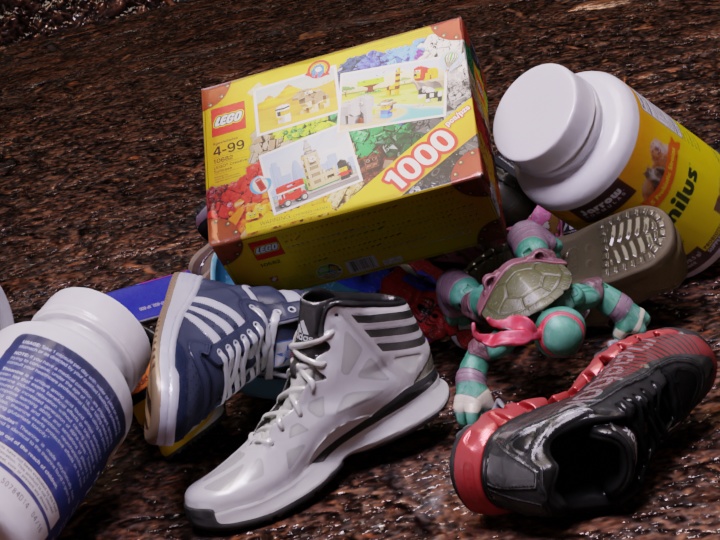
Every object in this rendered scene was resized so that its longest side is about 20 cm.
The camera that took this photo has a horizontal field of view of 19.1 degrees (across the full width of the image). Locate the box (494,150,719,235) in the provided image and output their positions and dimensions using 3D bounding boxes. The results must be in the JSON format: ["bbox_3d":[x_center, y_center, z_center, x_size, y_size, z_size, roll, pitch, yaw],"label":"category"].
[{"bbox_3d":[0.213,-0.077,1.847,0.160,0.049,0.200,-12,16,-8],"label":"box"}]

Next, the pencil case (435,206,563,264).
[{"bbox_3d":[0.080,-0.042,1.774,0.086,0.083,0.199,-23,20,-34],"label":"pencil case"}]

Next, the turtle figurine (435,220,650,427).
[{"bbox_3d":[0.120,0.034,1.438,0.149,0.101,0.200,-17,24,-7],"label":"turtle figurine"}]

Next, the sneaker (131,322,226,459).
[{"bbox_3d":[-0.156,0.064,1.562,0.070,0.090,0.200,-37,21,-4],"label":"sneaker"}]

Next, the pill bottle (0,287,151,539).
[{"bbox_3d":[-0.216,0.104,1.382,0.110,0.111,0.200,-3,37,31],"label":"pill bottle"}]

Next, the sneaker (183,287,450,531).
[{"bbox_3d":[-0.044,0.079,1.391,0.200,0.116,0.076,-30,22,-21],"label":"sneaker"}]

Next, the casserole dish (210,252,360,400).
[{"bbox_3d":[-0.054,0.041,1.583,0.120,0.039,0.200,7,29,-10],"label":"casserole dish"}]

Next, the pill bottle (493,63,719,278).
[{"bbox_3d":[0.190,-0.076,1.588,0.200,0.110,0.109,29,-15,-40],"label":"pill bottle"}]

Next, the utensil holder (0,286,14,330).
[{"bbox_3d":[-0.388,0.049,1.677,0.169,0.171,0.200,-22,18,-29],"label":"utensil holder"}]

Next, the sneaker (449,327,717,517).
[{"bbox_3d":[0.154,0.095,1.291,0.200,0.071,0.098,-25,20,-30],"label":"sneaker"}]

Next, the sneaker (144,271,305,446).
[{"bbox_3d":[-0.083,0.060,1.423,0.108,0.070,0.200,9,23,-2],"label":"sneaker"}]

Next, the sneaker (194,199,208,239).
[{"bbox_3d":[-0.048,-0.053,1.674,0.200,0.090,0.070,-32,4,38],"label":"sneaker"}]

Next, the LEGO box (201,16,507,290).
[{"bbox_3d":[-0.005,-0.078,1.520,0.199,0.077,0.150,-15,53,11],"label":"LEGO box"}]

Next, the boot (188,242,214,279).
[{"bbox_3d":[-0.102,0.000,1.820,0.199,0.071,0.146,-25,14,-36],"label":"boot"}]

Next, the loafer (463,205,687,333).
[{"bbox_3d":[0.154,0.014,1.566,0.199,0.067,0.076,-16,50,36],"label":"loafer"}]

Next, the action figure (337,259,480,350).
[{"bbox_3d":[0.000,0.000,1.556,0.200,0.065,0.099,33,10,14],"label":"action figure"}]

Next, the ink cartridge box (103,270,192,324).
[{"bbox_3d":[-0.195,0.035,1.706,0.094,0.037,0.200,-17,1,-34],"label":"ink cartridge box"}]

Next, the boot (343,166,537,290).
[{"bbox_3d":[0.047,-0.008,1.649,0.200,0.068,0.131,-10,47,53],"label":"boot"}]
